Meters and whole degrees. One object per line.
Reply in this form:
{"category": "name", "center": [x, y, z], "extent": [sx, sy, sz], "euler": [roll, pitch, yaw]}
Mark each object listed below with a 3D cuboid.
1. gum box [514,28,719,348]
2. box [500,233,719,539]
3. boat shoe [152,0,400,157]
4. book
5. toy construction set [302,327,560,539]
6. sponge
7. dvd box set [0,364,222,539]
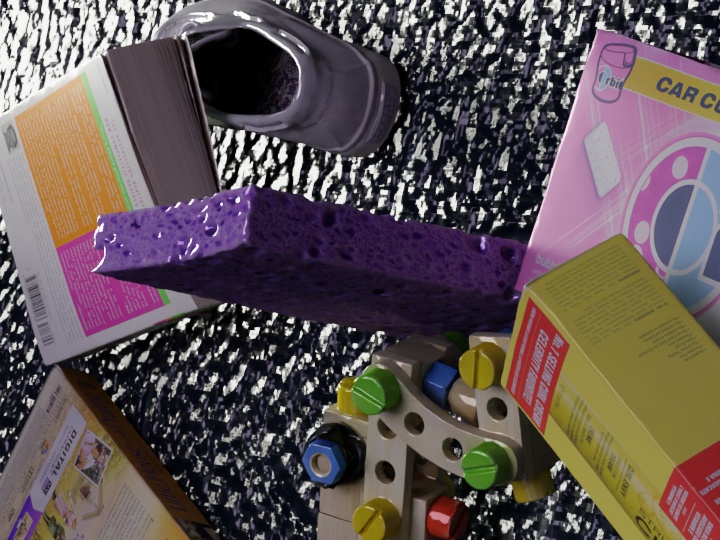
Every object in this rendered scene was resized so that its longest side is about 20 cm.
{"category": "gum box", "center": [0.156, -0.013, 1.139], "extent": [0.200, 0.066, 0.114], "euler": [27, 102, 53]}
{"category": "box", "center": [0.131, 0.085, 1.080], "extent": [0.200, 0.050, 0.075], "euler": [53, 156, 24]}
{"category": "boat shoe", "center": [-0.060, -0.099, 1.458], "extent": [0.200, 0.068, 0.072], "euler": [32, 104, 53]}
{"category": "book", "center": [-0.132, -0.030, 1.492], "extent": [0.200, 0.048, 0.134], "euler": [-18, 87, 61]}
{"category": "toy construction set", "center": [0.035, 0.112, 1.251], "extent": [0.131, 0.092, 0.201], "euler": [14, 97, 30]}
{"category": "sponge", "center": [0.000, 0.000, 1.232], "extent": [0.111, 0.199, 0.030], "euler": [-11, 72, 52]}
{"category": "dvd box set", "center": [-0.140, 0.159, 1.506], "extent": [0.200, 0.029, 0.147], "euler": [44, 113, 51]}
